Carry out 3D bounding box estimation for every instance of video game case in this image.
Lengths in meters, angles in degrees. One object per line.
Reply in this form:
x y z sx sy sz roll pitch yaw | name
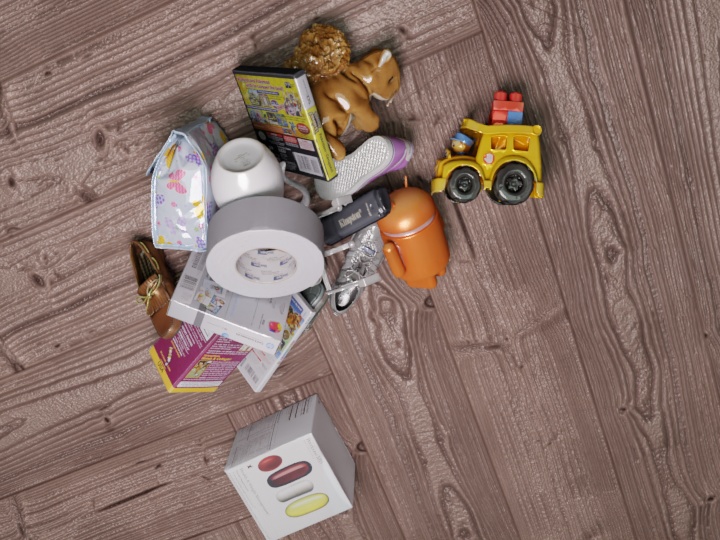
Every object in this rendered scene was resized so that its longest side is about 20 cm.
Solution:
-0.184 0.110 1.356 0.143 0.018 0.202 46 109 28 | video game case
-0.128 -0.249 1.179 0.025 0.198 0.184 -35 124 -26 | video game case

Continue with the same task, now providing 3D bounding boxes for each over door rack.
-0.027 -0.041 1.211 0.065 0.199 0.151 -20 91 -23 | over door rack

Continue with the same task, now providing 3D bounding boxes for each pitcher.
-0.165 -0.135 1.199 0.170 0.121 0.202 -34 148 -20 | pitcher

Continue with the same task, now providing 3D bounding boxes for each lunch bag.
-0.295 -0.157 1.230 0.123 0.170 0.205 7 111 2 | lunch bag

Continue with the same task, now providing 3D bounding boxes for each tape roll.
-0.155 -0.034 1.159 0.194 0.068 0.202 -4 148 -2 | tape roll

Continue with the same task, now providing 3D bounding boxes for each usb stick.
-0.013 -0.095 1.258 0.032 0.198 0.057 -13 83 -37 | usb stick

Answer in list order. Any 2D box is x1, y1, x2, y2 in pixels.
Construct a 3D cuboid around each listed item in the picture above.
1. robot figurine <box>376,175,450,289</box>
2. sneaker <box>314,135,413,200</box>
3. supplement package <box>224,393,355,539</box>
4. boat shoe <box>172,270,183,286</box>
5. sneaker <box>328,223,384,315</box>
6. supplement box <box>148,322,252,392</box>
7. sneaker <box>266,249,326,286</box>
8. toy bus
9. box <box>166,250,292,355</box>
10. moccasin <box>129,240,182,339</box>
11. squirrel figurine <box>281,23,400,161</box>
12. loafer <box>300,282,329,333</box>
0.096 -0.065 1.279 0.141 0.117 0.203 -26 121 -6 | robot figurine
0.012 -0.182 1.271 0.197 0.113 0.075 -19 88 40 | sneaker
-0.137 0.403 1.435 0.196 0.148 0.194 -25 108 10 | supplement package
-0.284 0.019 1.340 0.196 0.074 0.077 -27 107 10 | boat shoe
0.000 0.000 1.327 0.073 0.082 0.204 21 108 -7 | sneaker
-0.283 0.128 1.328 0.200 0.130 0.104 -46 62 17 | supplement box
-0.146 -0.044 1.305 0.198 0.100 0.075 36 109 -10 | sneaker
0.223 -0.213 1.235 0.194 0.136 0.198 1 97 3 | toy bus
-0.222 0.047 1.233 0.195 0.158 0.042 21 129 -11 | box
-0.378 0.031 1.288 0.073 0.077 0.206 -29 66 23 | moccasin
-0.030 -0.324 1.190 0.186 0.142 0.201 -39 107 6 | squirrel figurine
-0.126 0.102 1.381 0.199 0.073 0.063 -41 124 20 | loafer
